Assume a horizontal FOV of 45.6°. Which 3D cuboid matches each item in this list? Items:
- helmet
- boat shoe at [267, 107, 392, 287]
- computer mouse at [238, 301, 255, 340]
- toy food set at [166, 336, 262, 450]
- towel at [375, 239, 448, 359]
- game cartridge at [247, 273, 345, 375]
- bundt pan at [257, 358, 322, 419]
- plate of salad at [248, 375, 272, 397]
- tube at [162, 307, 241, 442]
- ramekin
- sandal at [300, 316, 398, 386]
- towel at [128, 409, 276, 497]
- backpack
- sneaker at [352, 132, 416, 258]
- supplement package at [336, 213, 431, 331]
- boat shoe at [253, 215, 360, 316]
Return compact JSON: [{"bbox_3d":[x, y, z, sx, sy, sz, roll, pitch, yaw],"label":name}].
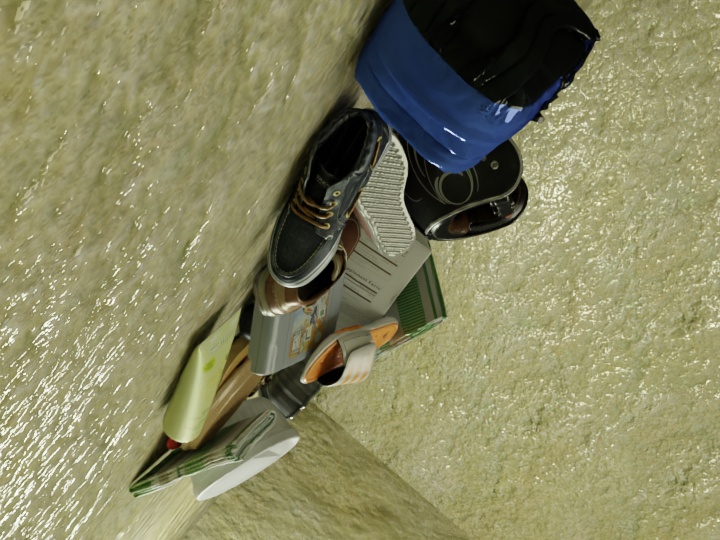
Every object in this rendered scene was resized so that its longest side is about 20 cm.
[{"bbox_3d":[0.133,-0.154,1.124,0.197,0.194,0.200,-14,165,-4],"label":"helmet"},{"bbox_3d":[-0.041,-0.071,0.836,0.202,0.070,0.091,-60,173,11],"label":"boat shoe"},{"bbox_3d":[-0.108,0.065,1.154,0.199,0.034,0.060,7,96,-67],"label":"computer mouse"},{"bbox_3d":[-0.201,0.180,1.241,0.199,0.048,0.200,-52,176,-1],"label":"toy food set"},{"bbox_3d":[0.045,0.056,1.337,0.023,0.154,0.199,21,137,-41],"label":"towel"},{"bbox_3d":[-0.078,0.051,1.129,0.199,0.041,0.135,-19,124,-64],"label":"game cartridge"},{"bbox_3d":[-0.120,0.175,1.589,0.202,0.076,0.202,-46,-164,17],"label":"bundt pan"},{"bbox_3d":[-0.169,0.170,1.476,0.201,0.048,0.200,-52,176,-5],"label":"plate of salad"},{"bbox_3d":[-0.188,0.128,1.007,0.059,0.051,0.201,-104,-150,-42],"label":"tube"},{"bbox_3d":[-0.209,0.297,1.460,0.201,0.095,0.203,-30,165,-9],"label":"ramekin"},{"bbox_3d":[0.002,0.117,1.208,0.205,0.059,0.080,-20,145,-47],"label":"sandal"},{"bbox_3d":[-0.230,0.274,1.275,0.198,0.031,0.149,-26,-177,21],"label":"towel"},{"bbox_3d":[0.093,-0.175,0.749,0.200,0.162,0.168,-48,178,-44],"label":"backpack"},{"bbox_3d":[0.012,-0.113,1.046,0.075,0.105,0.201,-25,140,-7],"label":"sneaker"},{"bbox_3d":[0.000,0.000,1.284,0.201,0.109,0.114,-54,-162,16],"label":"supplement package"},{"bbox_3d":[-0.047,-0.007,1.037,0.071,0.077,0.200,-4,-150,35],"label":"boat shoe"}]
